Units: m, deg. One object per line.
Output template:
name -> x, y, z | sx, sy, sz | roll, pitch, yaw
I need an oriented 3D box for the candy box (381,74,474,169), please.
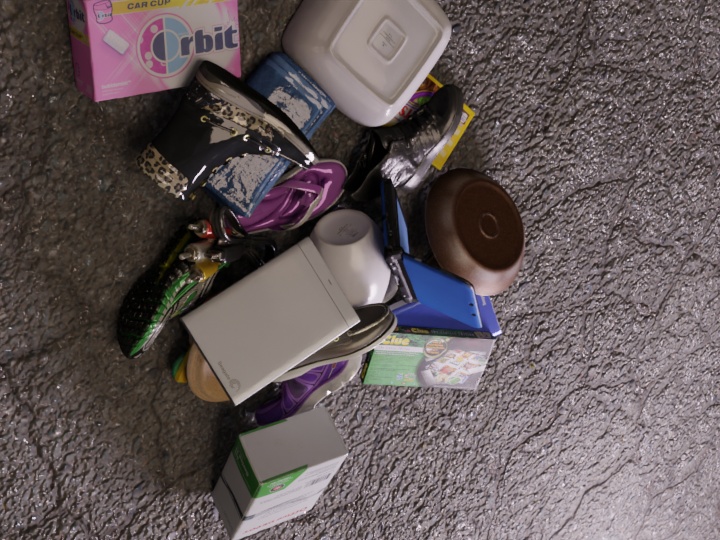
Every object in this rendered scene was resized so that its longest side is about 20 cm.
candy box -> 0.076, -0.234, 1.472 | 0.199, 0.026, 0.103 | 30, 95, -41

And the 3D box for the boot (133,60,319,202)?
boot -> -0.161, -0.145, 1.252 | 0.154, 0.074, 0.203 | -47, 133, 12

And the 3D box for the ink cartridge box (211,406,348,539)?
ink cartridge box -> -0.121, 0.296, 1.481 | 0.145, 0.084, 0.201 | -14, 151, -31

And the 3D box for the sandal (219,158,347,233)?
sandal -> -0.097, -0.089, 1.394 | 0.201, 0.050, 0.083 | -25, 124, -23

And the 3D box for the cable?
cable -> -0.167, -0.039, 1.324 | 0.200, 0.050, 0.098 | -15, 113, -69

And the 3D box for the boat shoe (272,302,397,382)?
boat shoe -> -0.048, 0.087, 1.393 | 0.200, 0.072, 0.061 | -21, 122, -1

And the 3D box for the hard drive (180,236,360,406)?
hard drive -> -0.116, 0.064, 1.334 | 0.199, 0.027, 0.133 | -33, 93, -15

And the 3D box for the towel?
towel -> -0.131, -0.174, 1.317 | 0.111, 0.048, 0.201 | 40, 85, -23

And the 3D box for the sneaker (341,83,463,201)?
sneaker -> 0.060, -0.181, 1.432 | 0.104, 0.060, 0.201 | 16, 110, -43

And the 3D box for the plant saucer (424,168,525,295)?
plant saucer -> 0.185, -0.064, 1.554 | 0.199, 0.037, 0.203 | 13, 68, -33

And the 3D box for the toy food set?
toy food set -> -0.164, 0.094, 1.413 | 0.197, 0.049, 0.201 | 11, 112, -55

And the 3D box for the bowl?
bowl -> 0.021, -0.305, 1.344 | 0.200, 0.075, 0.201 | 38, 88, -32

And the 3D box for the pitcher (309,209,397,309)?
pitcher -> 0.000, 0.000, 1.480 | 0.172, 0.120, 0.202 | -48, 145, -35

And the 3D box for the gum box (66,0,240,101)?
gum box -> -0.233, -0.275, 1.194 | 0.198, 0.066, 0.115 | -17, 122, -30

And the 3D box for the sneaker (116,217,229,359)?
sneaker -> -0.238, 0.036, 1.331 | 0.201, 0.078, 0.085 | -52, 132, -6

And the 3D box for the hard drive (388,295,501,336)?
hard drive -> 0.112, 0.087, 1.602 | 0.198, 0.025, 0.133 | -24, 126, 1

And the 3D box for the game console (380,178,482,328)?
game console -> 0.101, -0.021, 1.439 | 0.117, 0.173, 0.200 | -6, 159, 8

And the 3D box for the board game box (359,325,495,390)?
board game box -> 0.105, 0.137, 1.604 | 0.198, 0.024, 0.106 | 6, 124, -20

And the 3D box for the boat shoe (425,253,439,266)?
boat shoe -> 0.172, -0.011, 1.616 | 0.199, 0.074, 0.076 | -37, 128, -17

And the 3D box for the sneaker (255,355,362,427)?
sneaker -> -0.086, 0.157, 1.488 | 0.200, 0.081, 0.083 | -41, 99, 21
